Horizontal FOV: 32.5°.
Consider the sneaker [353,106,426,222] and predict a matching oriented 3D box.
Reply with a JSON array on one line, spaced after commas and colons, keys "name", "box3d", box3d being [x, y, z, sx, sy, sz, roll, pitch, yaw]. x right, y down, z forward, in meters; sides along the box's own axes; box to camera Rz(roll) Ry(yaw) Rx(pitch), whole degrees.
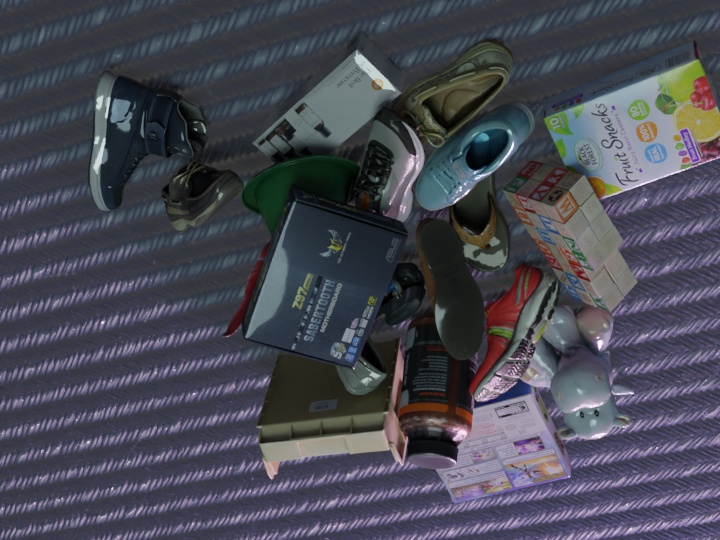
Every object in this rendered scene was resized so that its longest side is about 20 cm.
[{"name": "sneaker", "box3d": [0.030, -0.118, 1.558, 0.074, 0.079, 0.202, 36, 145, 25]}]

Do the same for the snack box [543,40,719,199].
[{"name": "snack box", "box3d": [0.344, -0.179, 1.526, 0.198, 0.053, 0.143, -19, 122, 22]}]

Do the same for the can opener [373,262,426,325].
[{"name": "can opener", "box3d": [0.018, 0.047, 1.747, 0.063, 0.079, 0.199, 46, 133, -17]}]

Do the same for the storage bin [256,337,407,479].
[{"name": "storage bin", "box3d": [-0.033, 0.202, 1.785, 0.197, 0.200, 0.095, -8, 123, 14]}]

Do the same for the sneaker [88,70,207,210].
[{"name": "sneaker", "box3d": [-0.279, -0.151, 1.623, 0.144, 0.077, 0.204, 14, 127, 1]}]

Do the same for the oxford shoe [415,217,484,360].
[{"name": "oxford shoe", "box3d": [0.121, 0.022, 1.680, 0.070, 0.071, 0.203, -16, 103, -9]}]

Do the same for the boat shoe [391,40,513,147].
[{"name": "boat shoe", "box3d": [0.104, -0.207, 1.532, 0.073, 0.063, 0.199, 37, 124, -21]}]

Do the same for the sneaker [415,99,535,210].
[{"name": "sneaker", "box3d": [0.128, -0.137, 1.538, 0.074, 0.082, 0.200, 47, 125, 2]}]

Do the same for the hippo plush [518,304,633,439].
[{"name": "hippo plush", "box3d": [0.293, 0.164, 1.730, 0.157, 0.162, 0.202, -11, 125, 16]}]

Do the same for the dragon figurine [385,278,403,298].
[{"name": "dragon figurine", "box3d": [0.000, 0.000, 1.646, 0.058, 0.099, 0.203, 12, 112, 48]}]

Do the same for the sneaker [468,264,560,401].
[{"name": "sneaker", "box3d": [0.200, 0.085, 1.700, 0.084, 0.202, 0.077, 30, 180, 32]}]

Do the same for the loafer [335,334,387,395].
[{"name": "loafer", "box3d": [-0.023, 0.074, 1.718, 0.070, 0.070, 0.202, -37, 79, 38]}]

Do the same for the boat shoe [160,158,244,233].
[{"name": "boat shoe", "box3d": [-0.218, -0.102, 1.613, 0.074, 0.074, 0.199, 52, 151, -10]}]

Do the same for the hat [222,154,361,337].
[{"name": "hat", "box3d": [-0.070, -0.026, 1.592, 0.164, 0.179, 0.199, 7, 153, -33]}]

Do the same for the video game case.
[{"name": "video game case", "box3d": [0.201, 0.263, 1.894, 0.197, 0.046, 0.183, -16, 122, 20]}]

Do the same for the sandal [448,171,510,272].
[{"name": "sandal", "box3d": [0.155, -0.076, 1.631, 0.080, 0.055, 0.202, -2, 126, 8]}]

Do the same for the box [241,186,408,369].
[{"name": "box", "box3d": [-0.047, 0.012, 1.559, 0.156, 0.051, 0.202, 17, 109, -17]}]

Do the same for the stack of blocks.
[{"name": "stack of blocks", "box3d": [0.280, -0.041, 1.597, 0.059, 0.115, 0.201, -44, 119, -12]}]

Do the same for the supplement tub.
[{"name": "supplement tub", "box3d": [0.108, 0.170, 1.726, 0.105, 0.203, 0.107, 6, 156, 3]}]

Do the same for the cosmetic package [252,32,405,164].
[{"name": "cosmetic package", "box3d": [-0.041, -0.203, 1.565, 0.082, 0.051, 0.199, 39, 123, -22]}]
